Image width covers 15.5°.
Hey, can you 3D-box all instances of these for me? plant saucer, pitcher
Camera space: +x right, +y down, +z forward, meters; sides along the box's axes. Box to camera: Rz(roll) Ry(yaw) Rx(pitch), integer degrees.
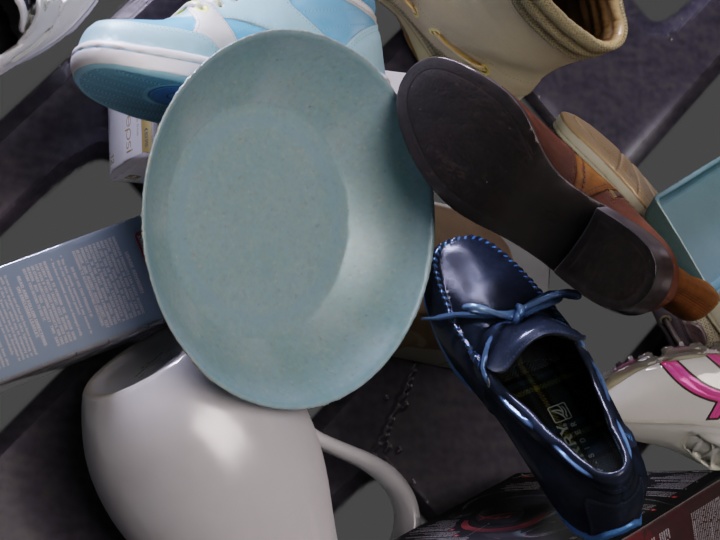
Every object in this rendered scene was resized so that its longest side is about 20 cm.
[{"bbox_3d":[-0.046,-0.027,1.404,0.201,0.039,0.202,-1,91,-41],"label":"plant saucer"},{"bbox_3d":[-0.055,0.117,1.461,0.172,0.121,0.200,-44,112,-41],"label":"pitcher"},{"bbox_3d":[0.227,-0.033,1.651,0.070,0.019,0.200,59,29,1],"label":"plant saucer"}]

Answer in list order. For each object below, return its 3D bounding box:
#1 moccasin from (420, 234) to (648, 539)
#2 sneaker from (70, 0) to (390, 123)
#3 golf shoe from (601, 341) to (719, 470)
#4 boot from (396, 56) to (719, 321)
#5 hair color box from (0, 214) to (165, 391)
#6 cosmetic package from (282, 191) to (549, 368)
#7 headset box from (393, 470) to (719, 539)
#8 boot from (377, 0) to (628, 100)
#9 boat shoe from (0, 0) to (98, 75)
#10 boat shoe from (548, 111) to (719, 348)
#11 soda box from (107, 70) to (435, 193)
[{"bbox_3d":[0.101,0.049,1.419,0.080,0.068,0.200,-27,59,-17],"label":"moccasin"},{"bbox_3d":[-0.073,-0.148,1.457,0.200,0.079,0.131,6,77,-38],"label":"sneaker"},{"bbox_3d":[0.236,0.095,1.620,0.199,0.073,0.092,2,57,-12],"label":"golf shoe"},{"bbox_3d":[0.116,-0.044,1.488,0.188,0.200,0.069,35,99,14],"label":"boot"},{"bbox_3d":[-0.191,0.032,1.406,0.200,0.099,0.061,-21,88,-32],"label":"hair color box"},{"bbox_3d":[0.000,0.000,1.520,0.200,0.105,0.071,11,73,-25],"label":"cosmetic package"},{"bbox_3d":[0.104,0.172,1.467,0.200,0.148,0.075,-20,104,-55],"label":"headset box"},{"bbox_3d":[0.062,-0.193,1.570,0.073,0.155,0.200,-37,97,-31],"label":"boot"},{"bbox_3d":[-0.197,-0.145,1.465,0.074,0.065,0.200,47,61,-11],"label":"boat shoe"},{"bbox_3d":[0.173,-0.010,1.640,0.065,0.072,0.200,-39,105,14],"label":"boat shoe"},{"bbox_3d":[-0.045,-0.083,1.537,0.200,0.064,0.068,4,76,-28],"label":"soda box"}]
